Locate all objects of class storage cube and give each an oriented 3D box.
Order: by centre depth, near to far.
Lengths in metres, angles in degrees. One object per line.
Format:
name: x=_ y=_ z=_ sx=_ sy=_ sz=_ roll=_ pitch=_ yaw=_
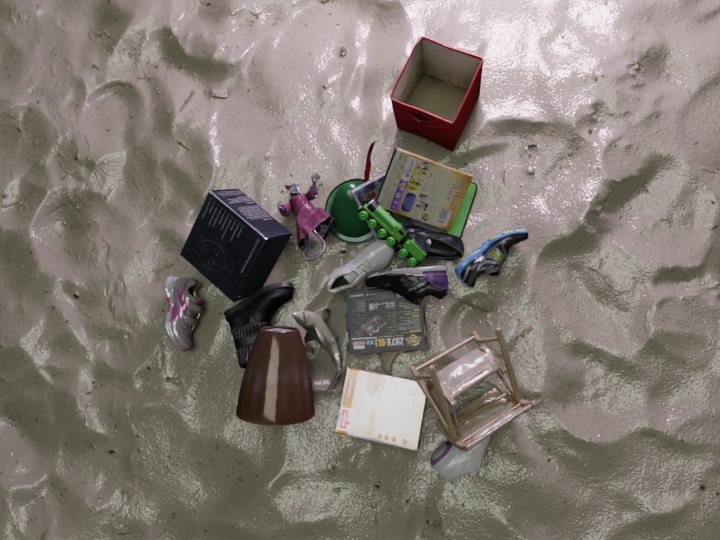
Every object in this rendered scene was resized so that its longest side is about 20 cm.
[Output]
storage cube: x=0.190 y=-0.433 z=1.424 sx=0.170 sy=0.180 sz=0.201 roll=25 pitch=86 yaw=12

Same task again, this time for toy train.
toy train: x=0.078 y=-0.090 z=1.356 sx=0.200 sy=0.042 sz=0.056 roll=44 pitch=112 yaw=-3

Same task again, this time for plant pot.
plant pot: x=-0.195 y=0.237 z=1.344 sx=0.185 sy=0.187 sz=0.202 roll=4 pitch=93 yaw=10

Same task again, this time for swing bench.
swing bench: x=0.252 y=0.263 z=1.285 sx=0.198 sy=0.130 sz=0.201 roll=-25 pitch=88 yaw=-19

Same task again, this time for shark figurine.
shark figurine: x=-0.102 y=0.186 z=1.429 sx=0.089 sy=0.128 sz=0.216 roll=-27 pitch=95 yaw=29

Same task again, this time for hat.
hat: x=-0.024 y=-0.183 z=1.414 sx=0.164 sy=0.176 sz=0.202 roll=-5 pitch=79 yaw=6

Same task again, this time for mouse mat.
mouse mat: x=0.184 y=-0.176 z=1.468 sx=0.198 sy=0.008 sz=0.162 roll=19 pitch=84 yaw=12

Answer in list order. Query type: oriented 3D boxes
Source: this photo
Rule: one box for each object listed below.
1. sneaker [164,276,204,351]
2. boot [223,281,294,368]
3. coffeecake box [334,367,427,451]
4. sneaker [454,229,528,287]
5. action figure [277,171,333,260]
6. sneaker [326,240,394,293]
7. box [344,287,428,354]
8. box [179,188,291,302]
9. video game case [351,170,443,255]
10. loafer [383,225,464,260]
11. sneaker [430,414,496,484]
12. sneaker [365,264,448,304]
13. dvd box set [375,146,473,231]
sneaker: x=-0.451 y=0.106 z=1.483 sx=0.087 sy=0.081 sz=0.202 roll=-10 pitch=79 yaw=9
boot: x=-0.235 y=0.138 z=1.441 sx=0.210 sy=0.079 sz=0.159 roll=-30 pitch=70 yaw=14
coffeecake box: x=0.053 y=0.327 z=1.365 sx=0.198 sy=0.073 sz=0.155 roll=10 pitch=81 yaw=11
sneaker: x=0.325 y=-0.033 z=1.395 sx=0.199 sy=0.071 sz=0.083 roll=-36 pitch=90 yaw=3
action figure: x=-0.137 y=-0.153 z=1.482 sx=0.133 sy=0.149 sz=0.201 roll=-26 pitch=57 yaw=-5
sneaker: x=0.000 y=0.000 z=1.403 sx=0.200 sy=0.080 sz=0.071 roll=-35 pitch=97 yaw=20
box: x=0.062 y=0.121 z=1.413 sx=0.198 sy=0.049 sz=0.161 roll=-6 pitch=81 yaw=7
box: x=-0.313 y=-0.066 z=1.436 sx=0.196 sy=0.124 sz=0.201 roll=40 pitch=114 yaw=15
video game case: x=0.101 y=-0.152 z=1.411 sx=0.181 sy=0.023 sz=0.201 roll=-27 pitch=113 yaw=6
loafer: x=0.156 y=-0.065 z=1.397 sx=0.198 sy=0.071 sz=0.069 roll=8 pitch=118 yaw=-2
sneaker: x=0.259 y=0.410 z=1.330 sx=0.200 sy=0.075 sz=0.100 roll=-41 pitch=96 yaw=0
sneaker: x=0.110 y=0.039 z=1.362 sx=0.198 sy=0.076 sz=0.089 roll=-6 pitch=82 yaw=7
dvd box set: x=0.150 y=-0.193 z=1.369 sx=0.198 sy=0.029 sz=0.147 roll=16 pitch=110 yaw=-11
